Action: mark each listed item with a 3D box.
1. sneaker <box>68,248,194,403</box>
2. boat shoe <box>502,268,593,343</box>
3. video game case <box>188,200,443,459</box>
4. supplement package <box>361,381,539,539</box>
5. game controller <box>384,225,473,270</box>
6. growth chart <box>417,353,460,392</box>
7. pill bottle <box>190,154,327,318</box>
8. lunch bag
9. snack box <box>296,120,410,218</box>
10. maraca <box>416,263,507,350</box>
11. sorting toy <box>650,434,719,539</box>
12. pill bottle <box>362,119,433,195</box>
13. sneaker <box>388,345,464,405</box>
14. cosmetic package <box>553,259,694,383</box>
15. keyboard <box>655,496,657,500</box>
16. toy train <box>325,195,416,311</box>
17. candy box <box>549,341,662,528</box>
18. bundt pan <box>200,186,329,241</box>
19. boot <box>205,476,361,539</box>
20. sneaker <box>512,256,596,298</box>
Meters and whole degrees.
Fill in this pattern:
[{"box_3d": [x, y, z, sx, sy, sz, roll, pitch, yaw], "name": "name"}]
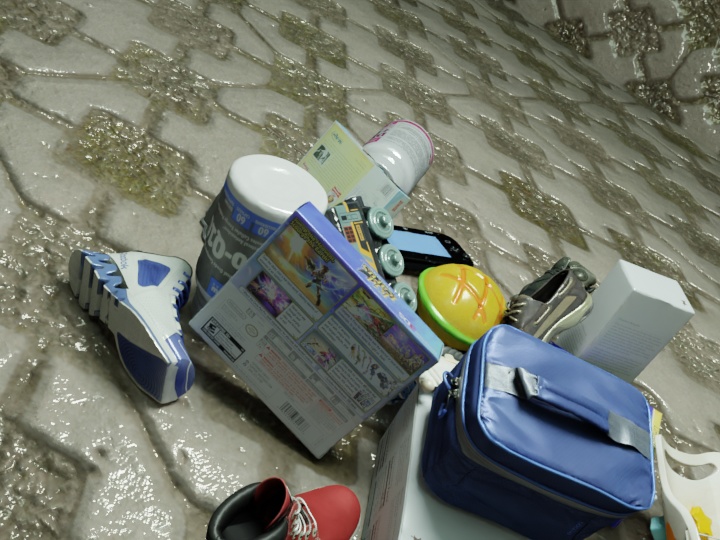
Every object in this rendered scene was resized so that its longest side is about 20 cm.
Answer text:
[{"box_3d": [-0.220, 0.037, 0.754, 0.115, 0.081, 0.199, -18, 53, -44], "name": "sneaker"}, {"box_3d": [0.218, 0.066, 0.914, 0.199, 0.074, 0.074, -33, 101, -22], "name": "boat shoe"}, {"box_3d": [-0.047, 0.064, 0.706, 0.200, 0.181, 0.045, 46, 24, -3], "name": "video game case"}, {"box_3d": [0.094, 0.240, 0.685, 0.154, 0.111, 0.201, 24, 35, -5], "name": "supplement package"}, {"box_3d": [0.083, -0.037, 1.096, 0.198, 0.042, 0.105, 8, 39, -28], "name": "game controller"}, {"box_3d": [0.131, 0.131, 0.768, 0.198, 0.018, 0.145, 24, 10, -10], "name": "growth chart"}, {"box_3d": [-0.122, -0.018, 0.787, 0.113, 0.201, 0.114, 18, 34, -13], "name": "pill bottle"}, {"box_3d": [0.155, 0.141, 0.618, 0.198, 0.133, 0.137, 25, 45, -9], "name": "lunch bag"}, {"box_3d": [-0.022, -0.130, 1.063, 0.037, 0.116, 0.200, 30, 18, -51], "name": "snack box"}, {"box_3d": [0.158, 0.055, 0.975, 0.199, 0.107, 0.138, 14, 44, -38], "name": "maraca"}, {"box_3d": [0.412, 0.287, 0.816, 0.198, 0.107, 0.181, 19, 47, -18], "name": "sorting toy"}, {"box_3d": [0.048, -0.177, 1.187, 0.113, 0.114, 0.200, 31, 34, 4], "name": "pill bottle"}, {"box_3d": [0.053, 0.128, 0.851, 0.198, 0.076, 0.078, 12, 60, -23], "name": "sneaker"}, {"box_3d": [0.357, 0.093, 0.978, 0.100, 0.201, 0.072, 19, 35, -13], "name": "cosmetic package"}, {"box_3d": [0.273, 0.193, 0.831, 0.056, 0.011, 0.201, -11, 51, -31], "name": "keyboard"}, {"box_3d": [0.000, 0.000, 0.906, 0.113, 0.085, 0.202, -12, 83, -47], "name": "toy train"}, {"box_3d": [0.276, 0.198, 0.896, 0.199, 0.077, 0.169, 35, 36, 9], "name": "candy box"}, {"box_3d": [-0.117, -0.068, 0.966, 0.200, 0.076, 0.203, 18, 36, -13], "name": "bundt pan"}, {"box_3d": [-0.054, 0.211, 0.589, 0.199, 0.145, 0.072, -14, 50, -47], "name": "boot"}, {"box_3d": [0.291, 0.036, 1.042, 0.076, 0.114, 0.199, 50, 22, 6], "name": "sneaker"}]
